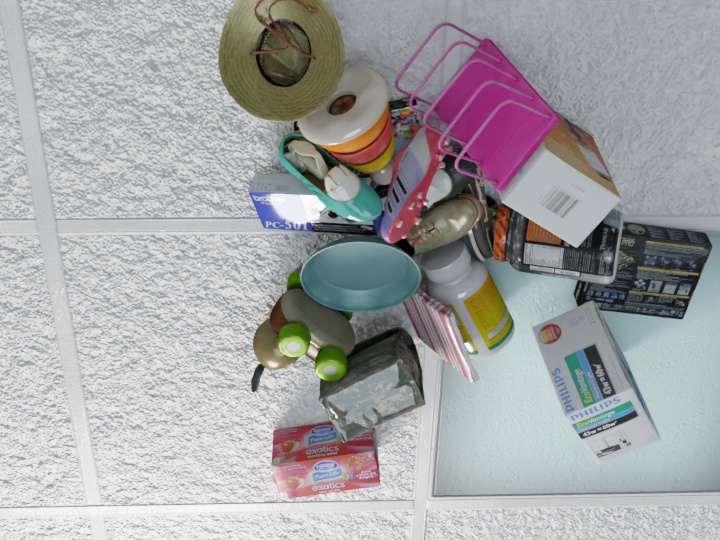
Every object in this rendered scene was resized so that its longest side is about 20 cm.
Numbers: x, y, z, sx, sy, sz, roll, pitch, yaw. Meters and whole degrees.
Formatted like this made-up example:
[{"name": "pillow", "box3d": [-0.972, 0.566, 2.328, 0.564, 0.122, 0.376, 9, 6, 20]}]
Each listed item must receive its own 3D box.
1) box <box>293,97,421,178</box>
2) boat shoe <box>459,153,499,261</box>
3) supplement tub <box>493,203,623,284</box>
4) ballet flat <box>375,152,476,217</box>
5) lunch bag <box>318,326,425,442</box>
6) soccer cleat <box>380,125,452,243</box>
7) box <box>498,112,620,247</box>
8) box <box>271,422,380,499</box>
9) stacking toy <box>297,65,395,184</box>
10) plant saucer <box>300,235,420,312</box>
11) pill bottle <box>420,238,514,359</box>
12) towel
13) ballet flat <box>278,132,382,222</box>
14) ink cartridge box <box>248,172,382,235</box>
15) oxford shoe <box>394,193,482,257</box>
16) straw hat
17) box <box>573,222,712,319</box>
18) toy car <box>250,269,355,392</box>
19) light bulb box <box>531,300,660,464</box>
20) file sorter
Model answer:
[{"name": "box", "box3d": [0.002, -0.203, 1.676, 0.198, 0.035, 0.111, -12, 124, 5]}, {"name": "boat shoe", "box3d": [0.195, -0.106, 1.730, 0.059, 0.072, 0.201, -16, 117, 12]}, {"name": "supplement tub", "box3d": [0.324, -0.050, 1.721, 0.198, 0.123, 0.123, 9, 125, 15]}, {"name": "ballet flat", "box3d": [0.094, -0.126, 1.673, 0.199, 0.068, 0.068, -22, 104, 35]}, {"name": "lunch bag", "box3d": [0.020, 0.183, 1.840, 0.163, 0.200, 0.118, -26, 107, 9]}, {"name": "soccer cleat", "box3d": [0.071, -0.133, 1.597, 0.076, 0.201, 0.067, 21, 163, 22]}, {"name": "box", "box3d": [0.292, -0.158, 1.620, 0.152, 0.201, 0.107, 28, 119, -20]}, {"name": "box", "box3d": [-0.066, 0.357, 2.003, 0.198, 0.100, 0.096, -8, 124, 3]}, {"name": "stacking toy", "box3d": [0.004, -0.196, 1.601, 0.145, 0.147, 0.200, -21, 139, 11]}, {"name": "plant saucer", "box3d": [0.000, 0.000, 1.728, 0.198, 0.036, 0.201, 0, 144, 0]}, {"name": "pill bottle", "box3d": [0.180, 0.046, 1.803, 0.112, 0.113, 0.201, -24, 122, 13]}, {"name": "towel", "box3d": [0.130, 0.091, 1.787, 0.030, 0.200, 0.147, -33, 123, -12]}, {"name": "ballet flat", "box3d": [-0.052, -0.144, 1.590, 0.067, 0.200, 0.070, -48, 157, -12]}, {"name": "ink cartridge box", "box3d": [-0.071, -0.106, 1.679, 0.198, 0.044, 0.094, 4, 144, 19]}, {"name": "oxford shoe", "box3d": [0.114, -0.061, 1.707, 0.200, 0.075, 0.071, -32, 94, 43]}, {"name": "straw hat", "box3d": [-0.111, -0.320, 1.557, 0.199, 0.085, 0.203, 0, 95, 4]}, {"name": "box", "box3d": [0.488, 0.001, 1.828, 0.198, 0.049, 0.162, 6, 125, -6]}, {"name": "toy car", "box3d": [-0.122, 0.131, 1.824, 0.157, 0.165, 0.200, 35, 125, -23]}, {"name": "light bulb box", "box3d": [0.412, 0.197, 1.839, 0.124, 0.199, 0.200, -26, 138, 13]}, {"name": "file sorter", "box3d": [0.161, -0.244, 1.535, 0.125, 0.201, 0.139, 12, 126, -44]}]
